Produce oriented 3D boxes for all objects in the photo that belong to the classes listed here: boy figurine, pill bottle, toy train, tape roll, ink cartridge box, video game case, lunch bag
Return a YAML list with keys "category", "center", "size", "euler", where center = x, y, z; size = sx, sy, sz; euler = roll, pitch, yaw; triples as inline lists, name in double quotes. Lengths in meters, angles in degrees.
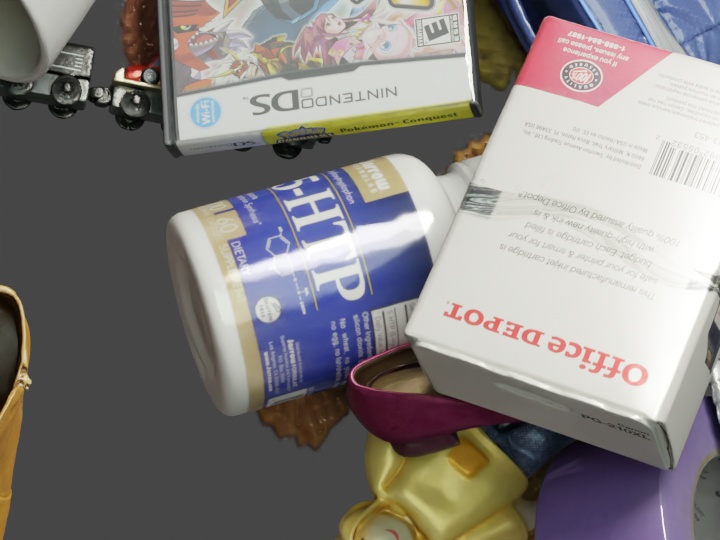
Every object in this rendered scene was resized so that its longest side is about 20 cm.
- category: "boy figurine"
  center: [0.052, 0.113, 1.497]
  size: [0.200, 0.064, 0.124]
  euler: [-40, 95, -15]
- category: "pill bottle"
  center: [0.000, 0.000, 1.468]
  size: [0.199, 0.120, 0.120]
  euler: [-16, 88, -12]
- category: "toy train"
  center: [-0.113, -0.103, 1.502]
  size: [0.199, 0.034, 0.046]
  euler: [10, 71, -9]
- category: "tape roll"
  center: [0.187, 0.177, 1.445]
  size: [0.085, 0.200, 0.201]
  euler: [-23, 89, 32]
- category: "ink cartridge box"
  center: [0.130, -0.014, 1.364]
  size: [0.144, 0.084, 0.200]
  euler: [18, 71, 19]
- category: "video game case"
  center: [-0.028, -0.172, 1.476]
  size: [0.180, 0.026, 0.201]
  euler: [-7, 72, 9]
- category: "lunch bag"
  center: [0.144, -0.169, 1.503]
  size: [0.132, 0.136, 0.200]
  euler: [-32, 92, -11]

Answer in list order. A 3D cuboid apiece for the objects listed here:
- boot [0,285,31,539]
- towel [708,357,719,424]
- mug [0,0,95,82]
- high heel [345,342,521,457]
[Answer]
- category: "boot"
  center: [-0.221, 0.109, 1.404]
  size: [0.071, 0.144, 0.202]
  euler: [11, 83, -9]
- category: "towel"
  center: [0.274, 0.087, 1.471]
  size: [0.085, 0.165, 0.201]
  euler: [-24, 69, 25]
- category: "mug"
  center: [-0.199, -0.223, 1.442]
  size: [0.187, 0.149, 0.153]
  euler: [44, 67, -10]
- category: "high heel"
  center: [0.091, 0.047, 1.417]
  size: [0.200, 0.096, 0.068]
  euler: [-26, 62, 6]
